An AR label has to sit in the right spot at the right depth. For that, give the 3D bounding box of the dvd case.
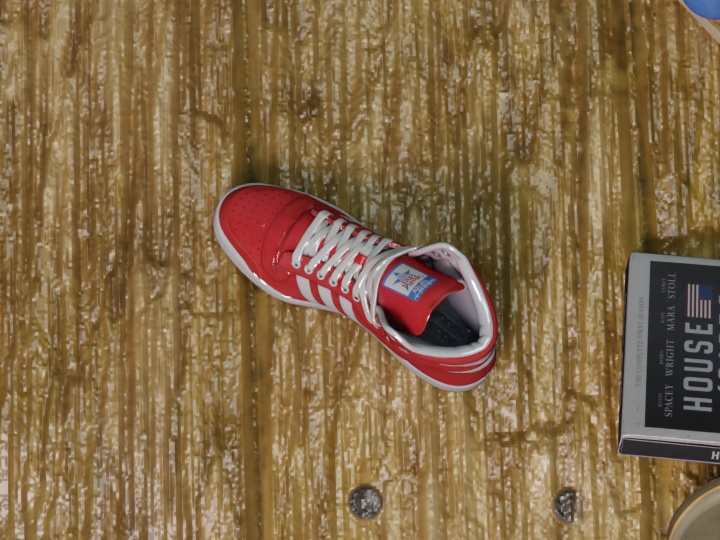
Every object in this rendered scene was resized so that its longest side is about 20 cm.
[{"bbox_3d":[0.258,0.058,1.433,0.199,0.025,0.151,5,48,3],"label":"dvd case"}]

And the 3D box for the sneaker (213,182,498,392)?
[{"bbox_3d":[0.000,0.000,1.430,0.199,0.113,0.071,31,79,3],"label":"sneaker"}]

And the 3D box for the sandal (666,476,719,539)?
[{"bbox_3d":[0.266,0.149,1.380,0.199,0.080,0.054,-17,49,31],"label":"sandal"}]

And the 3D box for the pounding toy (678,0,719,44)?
[{"bbox_3d":[0.206,-0.239,1.440,0.142,0.200,0.184,-42,84,-9],"label":"pounding toy"}]
